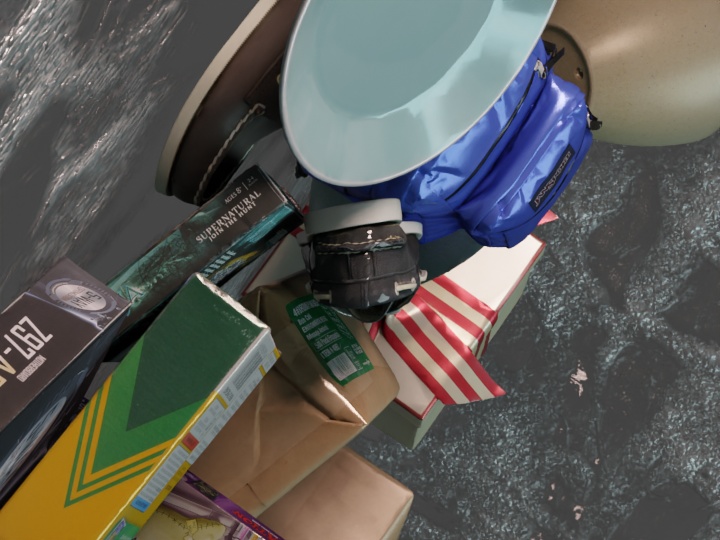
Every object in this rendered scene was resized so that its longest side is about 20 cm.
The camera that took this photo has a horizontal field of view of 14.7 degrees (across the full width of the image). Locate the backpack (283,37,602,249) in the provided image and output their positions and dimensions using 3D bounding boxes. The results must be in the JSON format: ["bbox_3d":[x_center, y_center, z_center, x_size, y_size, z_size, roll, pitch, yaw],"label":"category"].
[{"bbox_3d":[0.050,-0.103,1.653,0.163,0.168,0.200,-60,168,-3],"label":"backpack"}]

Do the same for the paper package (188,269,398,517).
[{"bbox_3d":[-0.081,0.095,1.651,0.191,0.104,0.200,-40,178,8],"label":"paper package"}]

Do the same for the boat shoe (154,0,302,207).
[{"bbox_3d":[-0.033,-0.111,1.428,0.201,0.061,0.072,-57,174,8],"label":"boat shoe"}]

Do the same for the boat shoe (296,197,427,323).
[{"bbox_3d":[0.000,0.000,1.573,0.200,0.075,0.060,26,56,-81],"label":"boat shoe"}]

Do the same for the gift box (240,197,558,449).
[{"bbox_3d":[0.038,0.015,2.061,0.185,0.200,0.187,-59,174,-11],"label":"gift box"}]

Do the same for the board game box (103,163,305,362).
[{"bbox_3d":[-0.093,-0.001,1.497,0.135,0.028,0.200,-39,178,0],"label":"board game box"}]

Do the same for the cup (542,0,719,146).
[{"bbox_3d":[0.238,-0.201,2.622,0.143,0.200,0.200,-19,153,-32],"label":"cup"}]

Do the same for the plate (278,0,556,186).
[{"bbox_3d":[0.029,-0.133,1.406,0.200,0.026,0.200,-33,145,-27],"label":"plate"}]

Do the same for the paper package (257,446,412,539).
[{"bbox_3d":[-0.093,0.197,1.931,0.200,0.190,0.103,-55,174,-20],"label":"paper package"}]

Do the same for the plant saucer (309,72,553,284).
[{"bbox_3d":[0.035,-0.084,1.808,0.039,0.201,0.201,36,88,-41],"label":"plant saucer"}]

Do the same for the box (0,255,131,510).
[{"bbox_3d":[-0.201,0.107,1.364,0.160,0.043,0.200,-48,170,-52],"label":"box"}]

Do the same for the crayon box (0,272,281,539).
[{"bbox_3d":[-0.124,0.099,1.428,0.200,0.052,0.126,-52,175,-6],"label":"crayon box"}]

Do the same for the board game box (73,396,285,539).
[{"bbox_3d":[-0.124,0.162,1.520,0.120,0.200,0.032,-57,173,12],"label":"board game box"}]
